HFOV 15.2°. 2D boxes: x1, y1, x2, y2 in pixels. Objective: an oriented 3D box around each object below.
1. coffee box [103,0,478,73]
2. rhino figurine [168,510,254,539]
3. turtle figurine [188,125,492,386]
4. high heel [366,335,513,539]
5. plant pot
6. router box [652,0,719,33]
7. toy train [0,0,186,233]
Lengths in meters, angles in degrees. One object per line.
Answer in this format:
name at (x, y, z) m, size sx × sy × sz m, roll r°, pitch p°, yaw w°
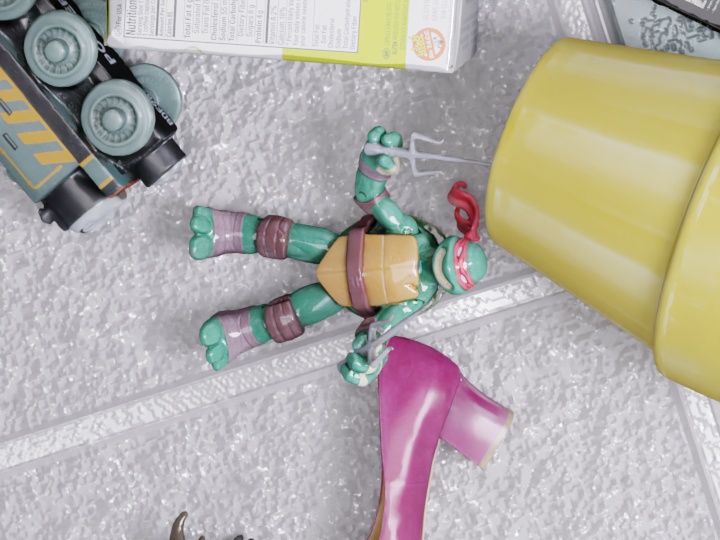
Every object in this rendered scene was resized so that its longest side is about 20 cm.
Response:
coffee box at (-0.031, -0.222, 1.543) m, size 0.197 × 0.200 × 0.201 m, roll 4°, pitch 97°, yaw 5°
rhino figurine at (-0.066, 0.238, 1.663) m, size 0.087 × 0.060 × 0.200 m, roll -26°, pitch 92°, yaw -7°
turtle figurine at (0.000, 0.000, 1.613) m, size 0.199 × 0.101 × 0.150 m, roll -7°, pitch 74°, yaw 22°
high heel at (0.004, 0.141, 1.639) m, size 0.096 × 0.067 × 0.200 m, roll 33°, pitch 93°, yaw -9°
plant pot at (0.181, -0.042, 1.556) m, size 0.188 × 0.201 × 0.201 m, roll 22°, pitch 97°, yaw 17°
router box at (0.270, -0.223, 1.590) m, size 0.157 × 0.052 × 0.200 m, roll 26°, pitch 98°, yaw 2°
toy train at (-0.196, -0.118, 1.632) m, size 0.114 × 0.085 × 0.200 m, roll -39°, pitch 93°, yaw 20°
